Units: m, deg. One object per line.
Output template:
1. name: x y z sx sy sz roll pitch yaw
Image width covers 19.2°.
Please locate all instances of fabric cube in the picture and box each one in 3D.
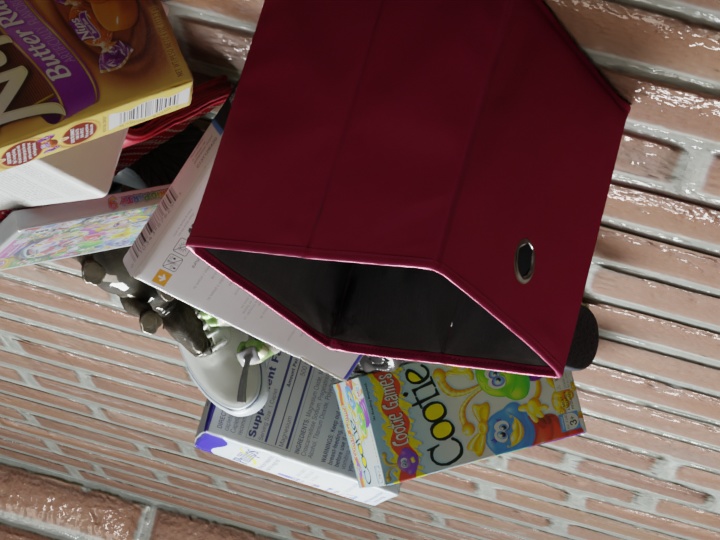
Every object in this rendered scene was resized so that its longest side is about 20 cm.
1. fabric cube: 0.038 -0.063 1.397 0.199 0.201 0.196 6 160 33

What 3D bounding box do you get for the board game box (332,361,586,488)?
1. board game box: 0.091 0.127 1.967 0.199 0.106 0.103 -14 177 -15

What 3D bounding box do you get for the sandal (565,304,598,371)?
1. sandal: 0.114 0.036 1.723 0.043 0.077 0.200 -4 154 46

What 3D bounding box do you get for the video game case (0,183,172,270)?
1. video game case: -0.194 -0.036 1.642 0.199 0.018 0.143 -12 171 -29

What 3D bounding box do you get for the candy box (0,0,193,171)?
1. candy box: -0.221 -0.134 1.389 0.199 0.117 0.056 -21 168 -11

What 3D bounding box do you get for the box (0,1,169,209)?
1. box: -0.252 -0.134 1.529 0.106 0.153 0.199 28 161 -35

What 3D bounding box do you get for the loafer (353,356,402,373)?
1. loafer: 0.015 0.048 1.891 0.073 0.071 0.200 57 167 -15

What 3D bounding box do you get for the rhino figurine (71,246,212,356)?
1. rhino figurine: -0.186 0.011 1.832 0.200 0.060 0.087 46 -178 -35

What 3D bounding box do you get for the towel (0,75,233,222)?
1. towel: -0.196 -0.082 1.612 0.199 0.023 0.144 -30 180 38

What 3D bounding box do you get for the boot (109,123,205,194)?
1. boot: -0.204 -0.082 1.811 0.164 0.066 0.200 26 160 -10

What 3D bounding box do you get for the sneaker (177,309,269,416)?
1. sneaker: -0.152 0.046 1.989 0.073 0.201 0.071 -32 163 6

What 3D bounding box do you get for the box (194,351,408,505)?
1. box: -0.040 0.110 2.075 0.199 0.185 0.105 19 166 -7

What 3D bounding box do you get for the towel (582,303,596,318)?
1. towel: 0.097 0.020 1.907 0.199 0.037 0.148 1 157 43

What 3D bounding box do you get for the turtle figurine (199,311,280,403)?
1. turtle figurine: -0.104 0.002 1.865 0.144 0.200 0.194 59 154 -14

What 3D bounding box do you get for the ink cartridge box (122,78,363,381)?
1. ink cartridge box: -0.041 -0.041 1.575 0.199 0.198 0.047 27 -168 -33
